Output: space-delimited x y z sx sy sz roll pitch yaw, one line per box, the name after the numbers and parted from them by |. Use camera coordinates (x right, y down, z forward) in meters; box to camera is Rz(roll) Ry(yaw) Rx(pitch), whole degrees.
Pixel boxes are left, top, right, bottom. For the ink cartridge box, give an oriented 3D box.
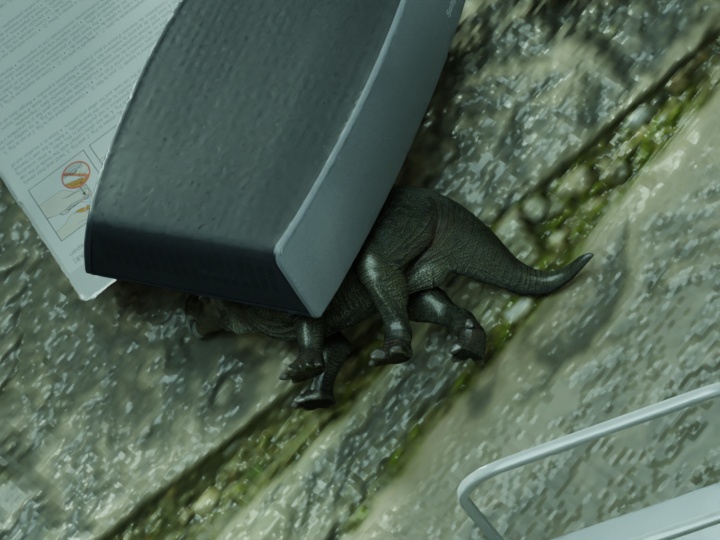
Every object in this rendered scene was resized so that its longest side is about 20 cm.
-0.112 -0.092 1.117 0.161 0.050 0.200 -37 62 0 | ink cartridge box

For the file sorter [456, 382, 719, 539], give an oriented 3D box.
0.131 0.165 0.863 0.139 0.125 0.200 -20 61 10 | file sorter

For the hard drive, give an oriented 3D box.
-0.040 -0.079 1.023 0.135 0.042 0.200 11 61 25 | hard drive

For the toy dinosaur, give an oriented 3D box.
0.000 0.000 1.016 0.200 0.077 0.103 -18 68 14 | toy dinosaur
